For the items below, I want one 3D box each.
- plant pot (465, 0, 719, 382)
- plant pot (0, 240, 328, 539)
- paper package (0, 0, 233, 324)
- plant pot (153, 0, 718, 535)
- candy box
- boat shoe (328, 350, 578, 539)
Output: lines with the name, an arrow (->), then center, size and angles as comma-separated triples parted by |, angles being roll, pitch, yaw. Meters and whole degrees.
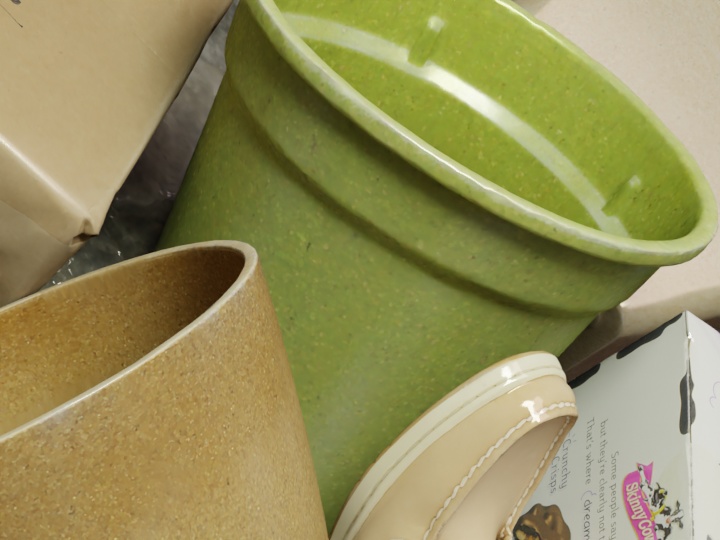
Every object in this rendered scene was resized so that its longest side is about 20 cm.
plant pot -> 0.099, -0.033, 0.999 | 0.177, 0.200, 0.200 | -26, 82, -41
plant pot -> -0.081, 0.120, 0.709 | 0.186, 0.186, 0.201 | -40, 112, -53
paper package -> -0.165, -0.106, 0.828 | 0.200, 0.103, 0.191 | 42, 37, -15
plant pot -> 0.000, 0.000, 0.833 | 0.200, 0.185, 0.201 | 27, 25, -14
candy box -> 0.073, 0.136, 0.821 | 0.071, 0.200, 0.168 | 32, 43, -27
boat shoe -> 0.022, 0.117, 0.775 | 0.074, 0.200, 0.069 | -1, 42, -51
